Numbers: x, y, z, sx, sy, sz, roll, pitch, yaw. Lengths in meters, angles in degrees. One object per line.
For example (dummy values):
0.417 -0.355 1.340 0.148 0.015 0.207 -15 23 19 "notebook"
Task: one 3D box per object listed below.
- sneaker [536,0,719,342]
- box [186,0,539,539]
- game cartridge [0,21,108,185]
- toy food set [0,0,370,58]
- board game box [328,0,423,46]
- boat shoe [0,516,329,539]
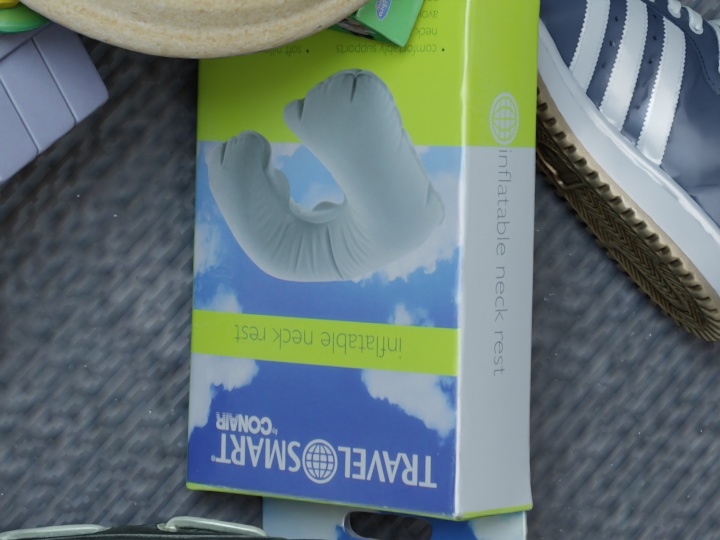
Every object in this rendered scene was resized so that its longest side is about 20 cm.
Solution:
0.099 -0.084 0.989 0.108 0.070 0.200 -42 103 -13 "sneaker"
0.000 0.000 0.936 0.048 0.122 0.201 -1 93 -50 "box"
-0.157 -0.109 0.821 0.130 0.038 0.201 -43 111 -44 "game cartridge"
-0.056 -0.162 0.832 0.197 0.049 0.201 -4 90 -22 "toy food set"
-0.003 -0.181 0.925 0.029 0.134 0.201 27 83 -48 "board game box"
-0.044 0.113 0.940 0.199 0.064 0.071 6 107 -5 "boat shoe"
